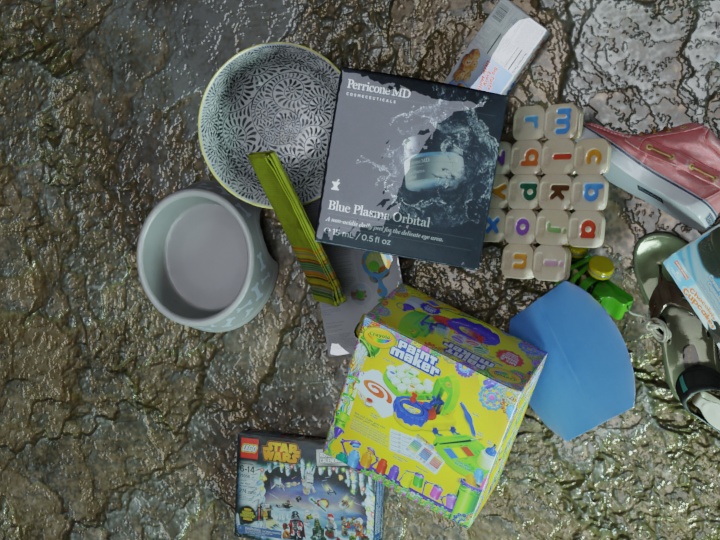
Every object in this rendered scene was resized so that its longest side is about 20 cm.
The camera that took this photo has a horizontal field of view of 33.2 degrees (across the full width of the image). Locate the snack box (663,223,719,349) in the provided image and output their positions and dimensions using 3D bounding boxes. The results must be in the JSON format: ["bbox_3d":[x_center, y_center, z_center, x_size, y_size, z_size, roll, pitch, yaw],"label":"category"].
[{"bbox_3d":[0.435,0.042,1.324,0.115,0.037,0.202,-29,80,-19],"label":"snack box"}]

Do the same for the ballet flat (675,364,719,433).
[{"bbox_3d":[0.432,0.179,1.327,0.198,0.068,0.069,30,115,6],"label":"ballet flat"}]

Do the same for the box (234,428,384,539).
[{"bbox_3d":[-0.066,0.284,1.554,0.197,0.040,0.140,3,92,21],"label":"box"}]

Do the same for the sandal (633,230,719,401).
[{"bbox_3d":[0.365,0.053,1.371,0.079,0.057,0.204,-17,86,21],"label":"sandal"}]

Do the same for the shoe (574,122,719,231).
[{"bbox_3d":[0.337,-0.133,1.374,0.199,0.072,0.091,36,83,26],"label":"shoe"}]

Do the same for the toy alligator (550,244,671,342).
[{"bbox_3d":[0.266,0.023,1.384,0.200,0.054,0.060,45,142,31],"label":"toy alligator"}]

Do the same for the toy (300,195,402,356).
[{"bbox_3d":[0.000,0.000,1.514,0.113,0.047,0.204,-8,94,17],"label":"toy"}]

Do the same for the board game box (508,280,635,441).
[{"bbox_3d":[0.252,0.100,1.397,0.160,0.039,0.200,64,146,12],"label":"board game box"}]

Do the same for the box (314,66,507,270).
[{"bbox_3d":[0.058,-0.120,1.403,0.193,0.117,0.204,10,97,2],"label":"box"}]

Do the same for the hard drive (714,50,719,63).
[{"bbox_3d":[0.500,-0.285,1.323,0.131,0.027,0.202,35,104,16],"label":"hard drive"}]

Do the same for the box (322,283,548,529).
[{"bbox_3d":[0.087,0.156,1.420,0.198,0.122,0.195,26,117,15],"label":"box"}]

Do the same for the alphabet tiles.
[{"bbox_3d":[0.210,-0.090,1.401,0.194,0.014,0.204,3,88,50],"label":"alphabet tiles"}]

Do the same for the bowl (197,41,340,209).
[{"bbox_3d":[-0.100,-0.186,1.504,0.197,0.094,0.204,-1,105,-2],"label":"bowl"}]

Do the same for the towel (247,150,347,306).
[{"bbox_3d":[-0.080,-0.049,1.451,0.018,0.086,0.202,-31,105,-21],"label":"towel"}]

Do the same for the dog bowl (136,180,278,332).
[{"bbox_3d":[-0.207,-0.018,1.586,0.197,0.059,0.204,1,92,20],"label":"dog bowl"}]

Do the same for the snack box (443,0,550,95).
[{"bbox_3d":[0.143,-0.225,1.462,0.072,0.024,0.201,39,105,14],"label":"snack box"}]
